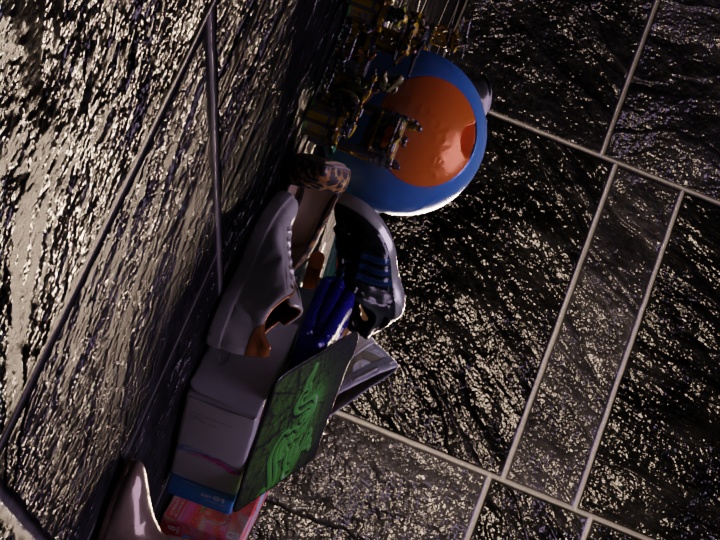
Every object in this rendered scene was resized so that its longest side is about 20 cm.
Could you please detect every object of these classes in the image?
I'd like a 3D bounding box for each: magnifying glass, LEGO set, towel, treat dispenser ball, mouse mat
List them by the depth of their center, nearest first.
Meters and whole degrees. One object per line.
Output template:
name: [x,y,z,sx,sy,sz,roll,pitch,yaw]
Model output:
LEGO set: [0.021,-0.199,1.597,0.154,0.115,0.201,102,9,-77]
mouse mat: [-0.071,0.168,1.646,0.161,0.008,0.201,-29,146,-51]
towel: [-0.060,0.121,1.708,0.148,0.049,0.201,-72,-179,-56]
treat dispenser ball: [0.052,-0.167,1.783,0.201,0.200,0.202,22,90,-87]
magnifying glass: [-0.066,0.024,1.944,0.200,0.022,0.080,104,8,-67]
LEGO set: [0.103,-0.244,2.012,0.154,0.115,0.201,-66,169,-60]

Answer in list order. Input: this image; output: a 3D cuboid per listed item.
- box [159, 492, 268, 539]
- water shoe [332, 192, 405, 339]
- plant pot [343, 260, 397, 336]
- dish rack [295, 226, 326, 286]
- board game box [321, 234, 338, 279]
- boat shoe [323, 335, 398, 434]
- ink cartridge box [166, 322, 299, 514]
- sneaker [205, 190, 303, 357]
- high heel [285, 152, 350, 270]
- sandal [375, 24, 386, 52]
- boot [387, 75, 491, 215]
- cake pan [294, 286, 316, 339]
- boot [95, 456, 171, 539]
box: [-0.177,0.286,1.868,0.200,0.102,0.095,-63,174,-50]
water shoe: [0.000,0.000,1.767,0.079,0.071,0.201,-42,132,-26]
plant pot: [-0.018,0.060,1.915,0.200,0.027,0.200,-52,164,-21]
dish rack: [-0.097,0.008,1.887,0.172,0.043,0.200,110,3,-46]
board game box: [-0.013,-0.036,2.029,0.200,0.045,0.153,-64,171,-80]
boat shoe: [-0.040,0.164,1.875,0.202,0.065,0.075,-42,161,-24]
ink cartridge box: [-0.144,0.154,1.650,0.200,0.084,0.145,107,5,-49]
sneaker: [-0.091,0.009,1.577,0.073,0.084,0.201,103,7,-62]
high heel: [-0.063,-0.057,1.687,0.200,0.071,0.143,168,-62,-83]
sandal: [0.004,-0.236,1.913,0.079,0.059,0.208,-92,-178,-82]
boot: [0.104,-0.161,1.948,0.068,0.130,0.201,50,-48,50]
cake pan: [-0.096,0.106,1.848,0.200,0.037,0.201,22,90,-87]
boot: [-0.173,0.277,1.358,0.070,0.146,0.201,-60,171,-58]
